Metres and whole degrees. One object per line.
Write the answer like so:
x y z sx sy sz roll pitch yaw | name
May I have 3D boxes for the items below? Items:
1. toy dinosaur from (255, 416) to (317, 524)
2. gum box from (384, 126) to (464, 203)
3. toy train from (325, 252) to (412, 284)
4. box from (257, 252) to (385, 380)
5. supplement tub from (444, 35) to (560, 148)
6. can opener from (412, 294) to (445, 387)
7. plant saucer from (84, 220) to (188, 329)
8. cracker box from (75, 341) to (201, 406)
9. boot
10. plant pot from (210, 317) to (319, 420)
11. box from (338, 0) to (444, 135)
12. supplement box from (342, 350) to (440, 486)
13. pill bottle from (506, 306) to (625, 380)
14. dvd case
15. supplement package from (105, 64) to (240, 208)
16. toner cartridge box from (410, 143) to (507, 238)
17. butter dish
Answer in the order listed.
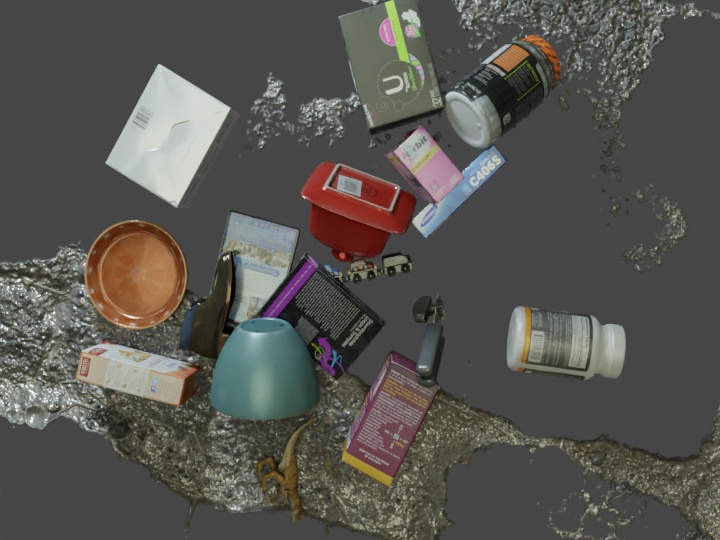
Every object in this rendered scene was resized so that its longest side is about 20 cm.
-0.141 0.372 1.696 0.104 0.060 0.205 -2 99 -22 | toy dinosaur
0.108 -0.184 1.580 0.066 0.200 0.114 -42 96 1 | gum box
0.000 0.000 1.673 0.195 0.034 0.047 -12 90 3 | toy train
-0.071 0.086 1.659 0.199 0.036 0.143 41 105 -5 | box
0.252 -0.318 1.582 0.199 0.122 0.123 -39 91 -17 | supplement tub
0.116 0.121 1.609 0.065 0.202 0.054 0 130 18 | can opener
-0.420 0.008 1.695 0.195 0.032 0.206 0 92 2 | plant saucer
-0.403 0.187 1.651 0.195 0.134 0.059 14 93 1 | cracker box
-0.281 0.062 1.651 0.094 0.075 0.205 5 95 -1 | boot
-0.171 0.162 1.595 0.195 0.200 0.138 1 104 3 | plant pot
0.056 -0.364 1.608 0.145 0.124 0.204 -16 93 3 | box
0.054 0.265 1.637 0.102 0.131 0.203 27 94 0 | supplement box
0.368 0.134 1.622 0.195 0.116 0.119 7 93 1 | pill bottle
-0.202 0.003 1.691 0.139 0.018 0.205 14 93 1 | dvd case
-0.339 -0.240 1.639 0.154 0.111 0.203 30 93 0 | supplement package
0.176 -0.142 1.628 0.200 0.095 0.043 -44 89 3 | toner cartridge box
-0.015 -0.085 1.614 0.196 0.201 0.150 21 117 1 | butter dish
